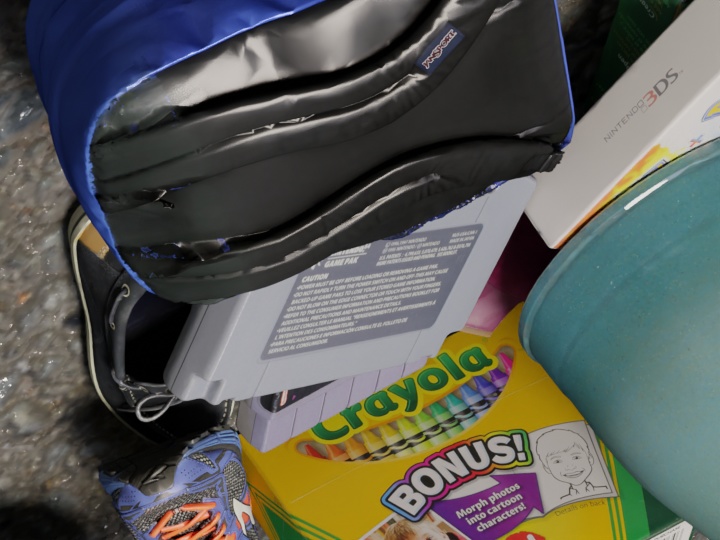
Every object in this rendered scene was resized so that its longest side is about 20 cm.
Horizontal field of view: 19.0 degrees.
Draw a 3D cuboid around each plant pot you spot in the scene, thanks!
[{"bbox_3d":[0.214,0.058,1.121,0.200,0.188,0.200,-25,154,-13],"label":"plant pot"}]

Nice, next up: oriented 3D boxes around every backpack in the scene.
[{"bbox_3d":[-0.035,-0.088,0.885,0.200,0.168,0.163,-28,137,-8],"label":"backpack"}]

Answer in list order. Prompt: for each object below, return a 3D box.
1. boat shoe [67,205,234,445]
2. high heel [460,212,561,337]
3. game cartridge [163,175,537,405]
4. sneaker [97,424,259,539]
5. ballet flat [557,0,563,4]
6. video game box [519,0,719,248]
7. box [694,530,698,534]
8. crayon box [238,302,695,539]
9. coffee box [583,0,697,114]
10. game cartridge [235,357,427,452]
[{"bbox_3d":[-0.095,0.037,1.065,0.075,0.062,0.200,-31,146,-15],"label":"boat shoe"},{"bbox_3d":[0.136,-0.002,1.232,0.200,0.067,0.096,11,132,-34],"label":"high heel"},{"bbox_3d":[0.000,-0.007,1.043,0.200,0.042,0.133,-8,128,-50],"label":"game cartridge"},{"bbox_3d":[-0.082,0.137,1.131,0.075,0.079,0.200,-22,159,1],"label":"sneaker"},{"bbox_3d":[0.068,-0.141,1.021,0.200,0.073,0.073,-44,146,-4],"label":"ballet flat"},{"bbox_3d":[0.202,-0.088,1.117,0.182,0.047,0.200,2,139,-48],"label":"video game box"},{"bbox_3d":[0.138,0.163,1.431,0.158,0.051,0.200,-37,145,-3],"label":"box"},{"bbox_3d":[0.057,0.128,1.209,0.200,0.173,0.058,-24,146,-22],"label":"crayon box"},{"bbox_3d":[0.191,-0.145,1.108,0.123,0.044,0.200,-25,155,-22],"label":"coffee box"},{"bbox_3d":[0.000,0.000,1.120,0.130,0.038,0.200,-31,148,-37],"label":"game cartridge"}]
